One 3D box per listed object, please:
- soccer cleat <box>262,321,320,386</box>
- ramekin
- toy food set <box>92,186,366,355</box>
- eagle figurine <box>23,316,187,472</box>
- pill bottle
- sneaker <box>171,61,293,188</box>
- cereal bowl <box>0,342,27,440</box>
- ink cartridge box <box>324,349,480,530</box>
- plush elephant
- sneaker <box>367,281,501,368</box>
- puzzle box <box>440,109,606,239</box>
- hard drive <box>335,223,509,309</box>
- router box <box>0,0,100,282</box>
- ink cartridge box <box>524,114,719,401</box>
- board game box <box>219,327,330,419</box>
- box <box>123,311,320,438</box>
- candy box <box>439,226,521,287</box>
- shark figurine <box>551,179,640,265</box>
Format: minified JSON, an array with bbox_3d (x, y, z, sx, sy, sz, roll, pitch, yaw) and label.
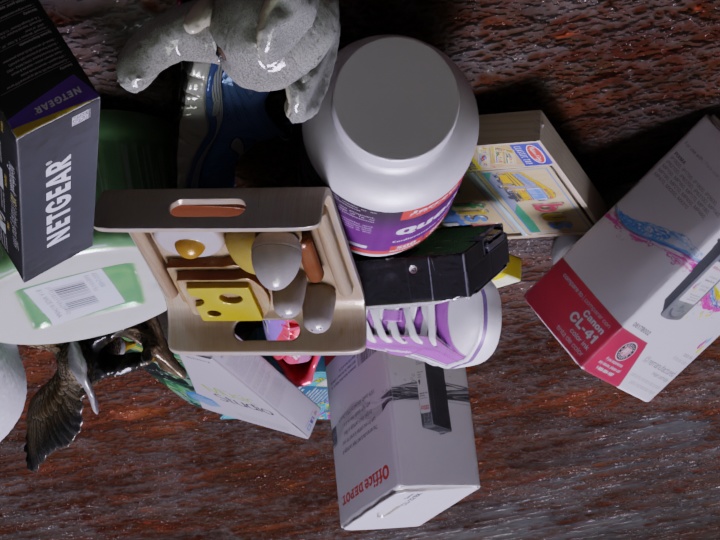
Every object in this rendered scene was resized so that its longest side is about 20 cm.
[{"bbox_3d":[-0.057,0.039,1.484,0.067,0.074,0.200,-5,159,-1],"label":"soccer cleat"},{"bbox_3d":[-0.206,-0.024,1.213,0.198,0.099,0.200,-13,160,-5],"label":"ramekin"},{"bbox_3d":[-0.079,0.008,1.109,0.142,0.061,0.200,-1,153,8],"label":"toy food set"},{"bbox_3d":[-0.241,0.071,1.398,0.198,0.153,0.151,-15,145,25],"label":"eagle figurine"},{"bbox_3d":[0.016,-0.082,1.105,0.111,0.114,0.200,-4,169,-4],"label":"pill bottle"},{"bbox_3d":[-0.080,-0.098,1.126,0.088,0.079,0.200,1,158,-10],"label":"sneaker"},{"bbox_3d":[-0.320,0.039,1.294,0.083,0.200,0.200,-40,157,-4],"label":"cereal bowl"},{"bbox_3d":[0.033,0.119,1.536,0.083,0.202,0.144,3,157,-22],"label":"ink cartridge box"},{"bbox_3d":[-0.071,-0.153,0.878,0.198,0.157,0.165,-7,159,5],"label":"plush elephant"},{"bbox_3d":[0.020,0.040,1.325,0.113,0.074,0.200,1,177,-30],"label":"sneaker"},{"bbox_3d":[0.101,-0.067,1.293,0.132,0.026,0.200,-4,161,22],"label":"puzzle box"},{"bbox_3d":[0.000,0.000,1.255,0.198,0.038,0.140,-6,-171,17],"label":"hard drive"},{"bbox_3d":[-0.209,-0.103,0.965,0.052,0.158,0.200,-29,166,-20],"label":"router box"},{"bbox_3d":[0.244,-0.004,1.323,0.200,0.086,0.147,-44,147,14],"label":"ink cartridge box"},{"bbox_3d":[-0.027,0.104,1.693,0.198,0.047,0.151,2,157,-20],"label":"board game box"},{"bbox_3d":[-0.139,0.087,1.532,0.143,0.037,0.200,13,160,30],"label":"box"},{"bbox_3d":[0.026,-0.017,1.385,0.199,0.027,0.102,20,153,-36],"label":"candy box"},{"bbox_3d":[0.193,-0.004,1.429,0.127,0.090,0.215,-1,156,-8],"label":"shark figurine"}]
